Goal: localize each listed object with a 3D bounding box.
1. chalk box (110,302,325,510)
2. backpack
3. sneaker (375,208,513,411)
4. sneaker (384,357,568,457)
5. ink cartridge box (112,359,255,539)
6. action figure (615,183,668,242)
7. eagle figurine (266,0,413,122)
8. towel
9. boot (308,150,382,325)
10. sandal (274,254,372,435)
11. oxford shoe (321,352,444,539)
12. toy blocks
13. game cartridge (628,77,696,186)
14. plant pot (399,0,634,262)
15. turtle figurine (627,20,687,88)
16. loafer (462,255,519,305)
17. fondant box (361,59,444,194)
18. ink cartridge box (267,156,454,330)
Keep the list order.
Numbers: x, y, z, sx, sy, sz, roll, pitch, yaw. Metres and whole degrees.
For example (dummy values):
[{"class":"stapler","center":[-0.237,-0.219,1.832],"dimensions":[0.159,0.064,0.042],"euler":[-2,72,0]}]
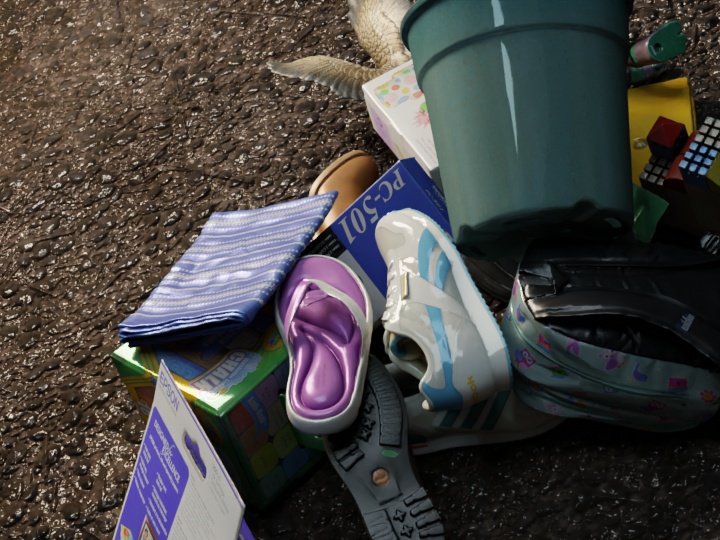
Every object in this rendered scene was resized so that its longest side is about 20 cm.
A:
[{"class":"chalk box","center":[-0.096,0.111,1.392],"dimensions":[0.124,0.125,0.199],"euler":[-41,42,-26]},{"class":"backpack","center":[0.213,0.050,1.285],"dimensions":[0.198,0.127,0.168],"euler":[7,37,-2]},{"class":"sneaker","center":[0.050,0.027,1.308],"dimensions":[0.080,0.077,0.201],"euler":[-20,49,-11]},{"class":"sneaker","center":[0.093,0.094,1.347],"dimensions":[0.198,0.094,0.071],"euler":[-14,41,13]},{"class":"ink cartridge box","center":[-0.133,0.206,1.275],"dimensions":[0.043,0.201,0.198],"euler":[2,30,-29]},{"class":"action figure","center":[0.192,-0.060,1.441],"dimensions":[0.118,0.054,0.200],"euler":[-53,30,14]},{"class":"eagle figurine","center":[0.016,-0.205,1.664],"dimensions":[0.151,0.200,0.152],"euler":[-48,-10,30]},{"class":"towel","center":[-0.115,-0.005,1.408],"dimensions":[0.144,0.024,0.200],"euler":[-10,30,32]},{"class":"boot","center":[0.013,-0.028,1.531],"dimensions":[0.154,0.077,0.201],"euler":[9,48,31]},{"class":"sandal","center":[-0.029,0.047,1.308],"dimensions":[0.082,0.050,0.204],"euler":[-9,42,0]},{"class":"oxford shoe","center":[0.014,0.161,1.297],"dimensions":[0.072,0.085,0.201],"euler":[-16,64,-2]},{"class":"toy blocks","center":[0.312,-0.072,1.360],"dimensions":[0.199,0.137,0.100],"euler":[24,73,31]},{"class":"game cartridge","center":[0.225,-0.101,1.543],"dimensions":[0.198,0.033,0.177],"euler":[-12,42,18]},{"class":"plant pot","center":[0.139,-0.119,1.327],"dimensions":[0.198,0.200,0.198],"euler":[-10,74,17]},{"class":"turtle figurine","center":[0.236,-0.220,1.598],"dimensions":[0.101,0.149,0.200],"euler":[-64,12,-15]},{"class":"loafer","center":[0.113,-0.035,1.469],"dimensions":[0.068,0.071,0.200],"euler":[-12,42,-38]},{"class":"fondant box","center":[0.122,-0.158,1.493],"dimensions":[0.199,0.058,0.145],"euler":[-27,47,-10]},{"class":"ink cartridge box","center":[0.000,0.000,1.432],"dimensions":[0.200,0.094,0.044],"euler":[-42,-9,21]}]
